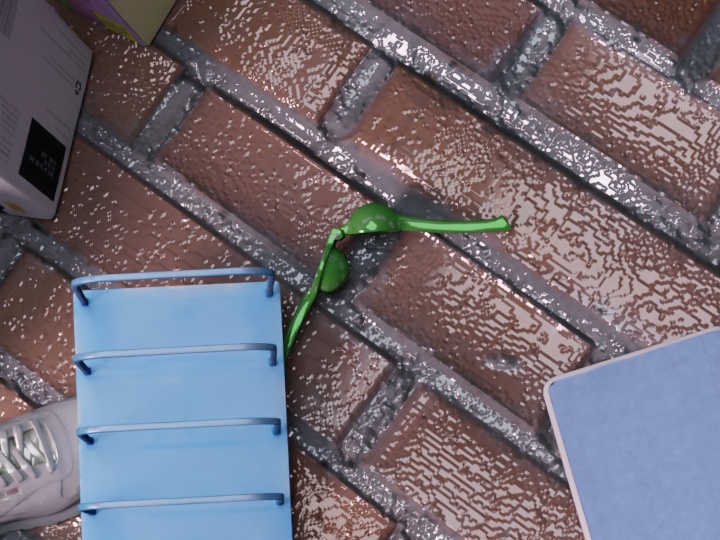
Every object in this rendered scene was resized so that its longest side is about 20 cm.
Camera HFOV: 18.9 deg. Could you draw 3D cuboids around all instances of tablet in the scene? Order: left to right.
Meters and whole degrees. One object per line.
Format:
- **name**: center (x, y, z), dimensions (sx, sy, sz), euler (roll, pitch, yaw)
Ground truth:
- **tablet**: center (0.203, 0.146, 1.380), dimensions (0.130, 0.014, 0.201), euler (-18, 72, 8)

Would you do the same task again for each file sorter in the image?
- **file sorter**: center (-0.115, 0.103, 1.378), dimensions (0.138, 0.123, 0.201), euler (-3, 82, -3)

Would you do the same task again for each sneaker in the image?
- **sneaker**: center (-0.243, 0.136, 1.448), dimensions (0.199, 0.081, 0.077), euler (-26, 70, 2)

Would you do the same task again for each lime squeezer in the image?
- **lime squeezer**: center (0.000, 0.000, 1.459), dimensions (0.200, 0.038, 0.071), euler (-36, 103, 1)

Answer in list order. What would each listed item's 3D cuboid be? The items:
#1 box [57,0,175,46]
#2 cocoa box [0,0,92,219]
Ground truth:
- **box**: center (-0.160, -0.286, 1.488), dimensions (0.096, 0.176, 0.201), euler (28, 84, 17)
- **cocoa box**: center (-0.285, -0.130, 1.463), dimensions (0.131, 0.200, 0.134), euler (8, 77, 15)
